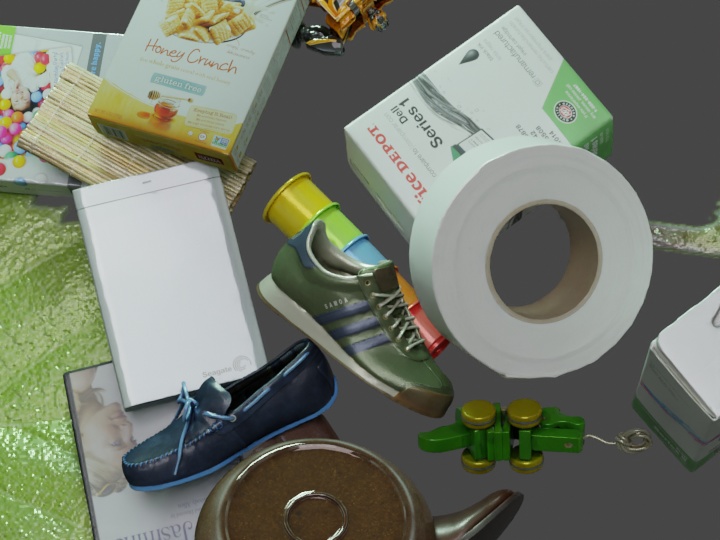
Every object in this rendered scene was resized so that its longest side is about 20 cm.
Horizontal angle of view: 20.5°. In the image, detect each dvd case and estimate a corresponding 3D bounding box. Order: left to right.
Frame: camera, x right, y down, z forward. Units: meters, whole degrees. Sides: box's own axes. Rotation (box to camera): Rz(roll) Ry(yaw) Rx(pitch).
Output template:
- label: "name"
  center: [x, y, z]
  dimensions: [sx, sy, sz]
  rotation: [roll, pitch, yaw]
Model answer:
- label: "dvd case"
  center: [-0.174, 0.167, 1.744]
  dimensions: [0.142, 0.018, 0.201]
  rotation: [-14, 71, -1]

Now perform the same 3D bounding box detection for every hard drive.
- label: "hard drive"
  center: [-0.167, 0.011, 1.756]
  dimensions: [0.131, 0.027, 0.201]
  rotation: [-13, 79, -9]

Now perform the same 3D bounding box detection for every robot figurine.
- label: "robot figurine"
  center: [-0.048, -0.295, 1.869]
  dimensions: [0.145, 0.058, 0.200]
  rotation: [-45, 73, -8]

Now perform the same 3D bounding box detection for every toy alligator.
- label: "toy alligator"
  center: [0.149, 0.135, 1.712]
  dimensions: [0.199, 0.060, 0.054]
  rotation: [-1, 30, 4]

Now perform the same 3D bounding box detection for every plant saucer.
- label: "plant saucer"
  center: [-0.037, 0.211, 1.624]
  dimensions: [0.199, 0.035, 0.201]
  rotation: [0, 50, 0]

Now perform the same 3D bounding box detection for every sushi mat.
- label: "sushi mat"
  center: [-0.201, -0.105, 1.802]
  dimensions: [0.199, 0.012, 0.096]
  rotation: [28, 71, 1]

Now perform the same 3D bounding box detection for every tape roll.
- label: "tape roll"
  center: [0.145, -0.011, 1.700]
  dimensions: [0.201, 0.071, 0.204]
  rotation: [-3, 100, -16]

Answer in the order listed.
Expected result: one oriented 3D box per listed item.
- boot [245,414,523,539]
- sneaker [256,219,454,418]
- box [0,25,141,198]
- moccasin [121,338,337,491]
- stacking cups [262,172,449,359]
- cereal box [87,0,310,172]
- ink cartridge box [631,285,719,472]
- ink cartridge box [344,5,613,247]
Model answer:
- label: "boot"
  center: [0.013, 0.183, 1.705]
  dimensions: [0.186, 0.064, 0.200]
  rotation: [-34, 63, -18]
- label: "sneaker"
  center: [0.009, 0.035, 1.702]
  dimensions: [0.200, 0.067, 0.090]
  rotation: [36, 109, 14]
- label: "box"
  center: [-0.293, -0.147, 1.850]
  dimensions: [0.199, 0.041, 0.157]
  rotation: [5, 72, 8]
- label: "moccasin"
  center: [-0.119, 0.117, 1.704]
  dimensions: [0.199, 0.069, 0.080]
  rotation: [-28, 27, -18]
- label: "stacking cups"
  center: [0.000, 0.000, 1.763]
  dimensions: [0.060, 0.061, 0.200]
  rotation: [-42, 73, -10]
- label: "cereal box"
  center: [-0.142, -0.198, 1.795]
  dimensions: [0.143, 0.040, 0.201]
  rotation: [15, 69, 16]
- label: "ink cartridge box"
  center: [0.308, 0.073, 1.640]
  dimensions: [0.145, 0.200, 0.088]
  rotation: [-37, 72, -9]
- label: "ink cartridge box"
  center: [0.104, -0.115, 1.782]
  dimensions: [0.200, 0.084, 0.146]
  rotation: [-36, 72, -8]
